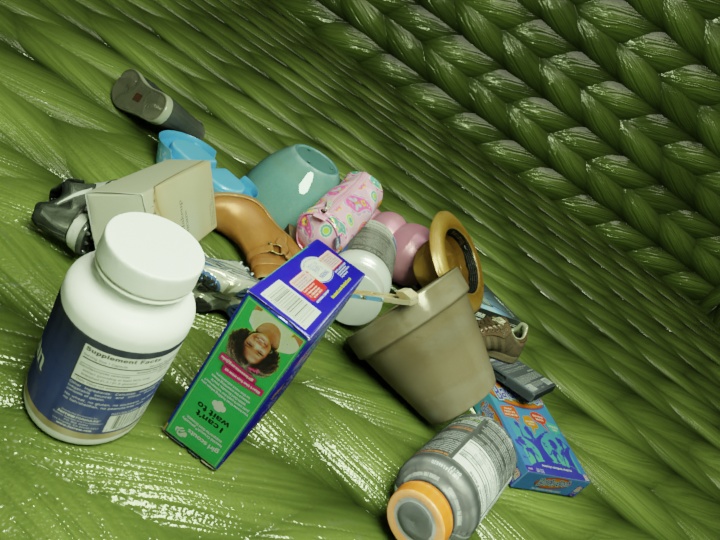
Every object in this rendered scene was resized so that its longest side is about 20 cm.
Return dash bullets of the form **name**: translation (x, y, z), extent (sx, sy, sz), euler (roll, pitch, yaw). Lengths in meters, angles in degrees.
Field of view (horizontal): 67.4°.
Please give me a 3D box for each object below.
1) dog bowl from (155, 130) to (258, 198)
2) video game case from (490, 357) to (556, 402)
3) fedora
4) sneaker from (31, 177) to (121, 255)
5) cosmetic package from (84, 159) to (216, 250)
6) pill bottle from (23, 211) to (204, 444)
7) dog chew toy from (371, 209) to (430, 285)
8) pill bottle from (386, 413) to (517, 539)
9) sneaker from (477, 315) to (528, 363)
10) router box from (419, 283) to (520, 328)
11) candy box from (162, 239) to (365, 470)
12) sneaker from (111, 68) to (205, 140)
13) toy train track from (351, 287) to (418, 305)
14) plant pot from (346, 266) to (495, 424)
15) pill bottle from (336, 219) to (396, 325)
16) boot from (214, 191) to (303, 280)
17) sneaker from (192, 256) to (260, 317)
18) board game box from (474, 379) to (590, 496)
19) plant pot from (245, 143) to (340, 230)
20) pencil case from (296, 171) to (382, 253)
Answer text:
- **dog bowl**: translation (-0.265, -0.161, 0.914), extent (0.199, 0.050, 0.111), euler (39, 24, 14)
- **video game case**: translation (0.246, 0.164, 0.982), extent (0.199, 0.019, 0.142), euler (33, 14, 31)
- **fedora**: translation (0.151, -0.007, 0.968), extent (0.200, 0.081, 0.203), euler (35, 46, -45)
- **sneaker**: translation (-0.346, -0.091, 0.699), extent (0.090, 0.067, 0.201), euler (25, 25, -6)
- **cosmetic package**: translation (-0.260, -0.076, 0.702), extent (0.072, 0.105, 0.200), euler (2, 23, 6)
- **pill bottle**: translation (-0.215, 0.051, 0.480), extent (0.110, 0.201, 0.111), euler (28, 27, -16)
- **dog chew toy**: translation (0.059, -0.059, 1.085), extent (0.199, 0.125, 0.124), euler (35, 25, 16)
- **pill bottle**: translation (0.109, 0.255, 0.651), extent (0.106, 0.107, 0.199), euler (47, 28, 20)
- **sneaker**: translation (0.216, 0.107, 0.939), extent (0.199, 0.076, 0.070), euler (16, 16, -39)
- **router box**: translation (0.213, 0.055, 1.110), extent (0.149, 0.062, 0.200), euler (19, 22, -32)
- **candy box**: translation (-0.096, 0.083, 0.573), extent (0.077, 0.201, 0.169), euler (36, 25, 4)
- **sneaker**: translation (-0.376, -0.295, 0.998), extent (0.200, 0.075, 0.106), euler (39, 2, 32)
- **toy train track**: translation (-0.014, 0.019, 0.732), extent (0.198, 0.033, 0.114), euler (6, 11, 33)
- **plant pot**: translation (0.106, 0.119, 0.799), extent (0.174, 0.199, 0.200), euler (56, 29, 5)
- **pill bottle**: translation (0.000, 0.000, 0.916), extent (0.113, 0.114, 0.201), euler (32, 27, -8)
- **boot**: translation (-0.161, -0.034, 0.828), extent (0.198, 0.074, 0.156), euler (21, 35, -24)
- **sneaker**: translation (-0.162, 0.023, 0.732), extent (0.199, 0.077, 0.085), euler (26, 24, -21)
- **board game box**: translation (0.269, 0.264, 0.895), extent (0.151, 0.045, 0.201), euler (20, 30, -30)
- **plant pot**: translation (-0.113, -0.150, 0.998), extent (0.199, 0.135, 0.201), euler (28, 28, -17)
- **pencil case**: translation (-0.031, -0.098, 0.900), extent (0.087, 0.088, 0.200), euler (37, 38, 2)
